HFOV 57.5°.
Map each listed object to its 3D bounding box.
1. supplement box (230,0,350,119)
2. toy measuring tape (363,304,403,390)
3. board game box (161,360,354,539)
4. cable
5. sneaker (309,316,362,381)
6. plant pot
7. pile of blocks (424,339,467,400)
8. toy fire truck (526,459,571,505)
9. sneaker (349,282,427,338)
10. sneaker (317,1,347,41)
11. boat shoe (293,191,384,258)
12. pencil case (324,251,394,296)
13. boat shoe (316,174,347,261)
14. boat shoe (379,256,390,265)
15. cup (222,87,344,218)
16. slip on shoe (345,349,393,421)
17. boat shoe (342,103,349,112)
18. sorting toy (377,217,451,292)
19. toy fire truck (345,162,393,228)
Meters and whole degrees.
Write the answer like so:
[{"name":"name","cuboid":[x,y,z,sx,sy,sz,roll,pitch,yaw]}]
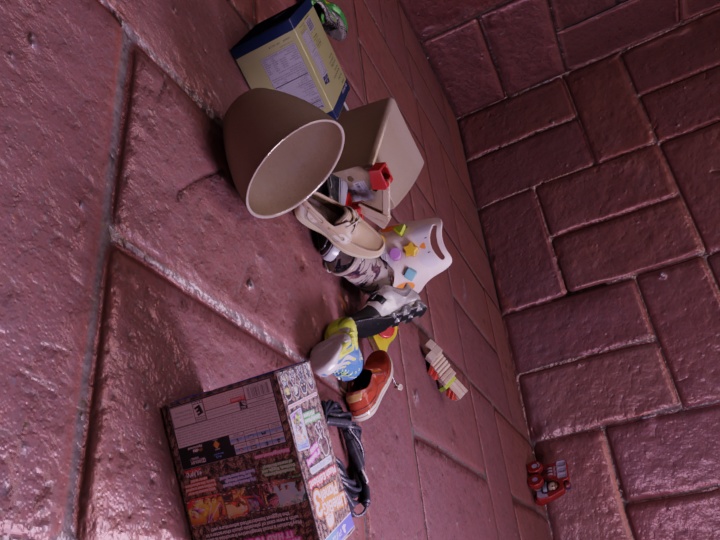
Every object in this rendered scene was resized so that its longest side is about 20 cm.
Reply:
[{"name":"supplement box","cuboid":[-0.130,-0.398,1.305,0.203,0.131,0.202,62,21,-26]},{"name":"toy measuring tape","cuboid":[0.063,0.159,1.439,0.204,0.072,0.074,64,20,-10]},{"name":"board game box","cuboid":[-0.116,0.227,0.752,0.097,0.156,0.205,-1,74,-70]},{"name":"cable","cuboid":[-0.029,0.297,1.100,0.203,0.050,0.165,62,21,-26]},{"name":"sneaker","cuboid":[-0.031,0.162,1.180,0.200,0.074,0.107,-57,127,-67]},{"name":"plant pot","cuboid":[0.011,-0.239,1.509,0.201,0.196,0.180,56,37,-38]},{"name":"pile of blocks","cuboid":[0.218,0.289,1.822,0.062,0.082,0.202,-39,106,-24]},{"name":"toy fire truck","cuboid":[0.785,0.871,2.715,0.114,0.164,0.201,65,20,-18]},{"name":"sneaker","cuboid":[0.039,0.078,1.375,0.196,0.075,0.090,-13,60,-33]},{"name":"sneaker","cuboid":[-0.102,-0.672,1.744,0.199,0.077,0.087,30,51,-51]},{"name":"boat shoe","cuboid":[-0.034,-0.089,1.261,0.197,0.065,0.073,30,62,-11]},{"name":"pencil case","cuboid":[0.000,0.000,1.394,0.078,0.089,0.199,50,9,32]},{"name":"boat shoe","cuboid":[-0.072,-0.113,1.337,0.070,0.072,0.204,25,49,-31]},{"name":"boat shoe","cuboid":[0.039,-0.002,1.540,0.073,0.061,0.203,-70,139,-61]},{"name":"cup","cuboid":[-0.143,-0.209,1.063,0.144,0.200,0.200,48,13,18]},{"name":"slip on shoe","cuboid":[0.017,0.210,1.285,0.062,0.073,0.201,62,26,-17]},{"name":"boat shoe","cuboid":[-0.067,-0.427,1.603,0.203,0.069,0.091,63,25,-19]},{"name":"sorting toy","cuboid":[0.142,-0.051,1.699,0.106,0.176,0.205,20,54,-66]},{"name":"toy fire truck","cuboid":[0.015,-0.122,1.418,0.049,0.138,0.204,-56,136,-56]}]
